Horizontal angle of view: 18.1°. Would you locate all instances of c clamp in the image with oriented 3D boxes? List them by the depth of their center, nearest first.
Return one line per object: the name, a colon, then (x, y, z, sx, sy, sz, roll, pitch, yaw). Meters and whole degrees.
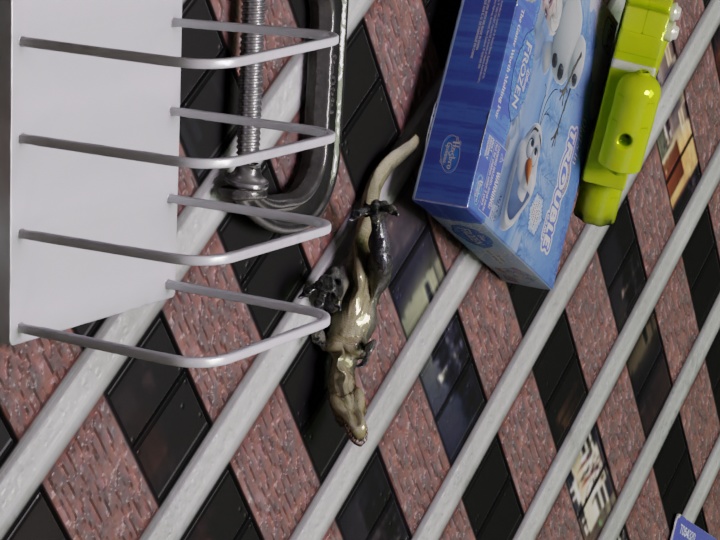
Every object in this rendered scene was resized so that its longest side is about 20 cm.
c clamp: (-0.051, -0.114, 1.255, 0.171, 0.027, 0.201, -25, 118, -62)

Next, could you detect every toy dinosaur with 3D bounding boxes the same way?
toy dinosaur: (0.000, 0.000, 1.352, 0.088, 0.047, 0.201, 59, 43, -73)

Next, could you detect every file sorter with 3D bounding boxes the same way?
file sorter: (-0.089, -0.067, 1.096, 0.139, 0.124, 0.201, -18, 113, -58)

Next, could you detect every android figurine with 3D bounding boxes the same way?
android figurine: (0.193, -0.137, 1.593, 0.182, 0.041, 0.201, -66, 171, -66)

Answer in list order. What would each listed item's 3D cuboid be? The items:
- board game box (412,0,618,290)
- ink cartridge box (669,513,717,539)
board game box: (0.107, -0.110, 1.495, 0.199, 0.043, 0.201, 37, 66, -65)
ink cartridge box: (0.301, 0.333, 1.986, 0.196, 0.043, 0.201, 33, 71, -58)
